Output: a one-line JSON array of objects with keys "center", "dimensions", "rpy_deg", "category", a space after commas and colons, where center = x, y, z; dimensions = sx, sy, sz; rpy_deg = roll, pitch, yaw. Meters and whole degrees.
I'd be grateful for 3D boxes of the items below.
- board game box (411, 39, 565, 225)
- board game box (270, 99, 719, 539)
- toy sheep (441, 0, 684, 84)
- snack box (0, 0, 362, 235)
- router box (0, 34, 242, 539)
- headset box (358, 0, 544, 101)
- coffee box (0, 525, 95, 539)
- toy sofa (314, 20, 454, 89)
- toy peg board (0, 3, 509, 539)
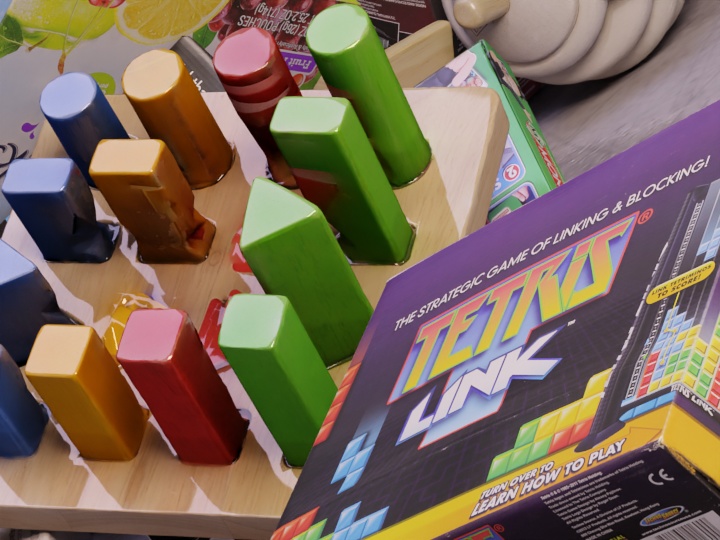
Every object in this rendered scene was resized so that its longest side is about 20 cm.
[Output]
[{"center": [-0.002, 0.011, 1.189], "dimensions": [0.200, 0.029, 0.135], "rpy_deg": [-34, 53, 15], "category": "board game box"}, {"center": [0.063, 0.041, 0.906], "dimensions": [0.200, 0.057, 0.165], "rpy_deg": [-29, 28, 43], "category": "board game box"}, {"center": [0.108, -0.160, 1.479], "dimensions": [0.138, 0.138, 0.200], "rpy_deg": [-28, -5, 40], "category": "toy sheep"}, {"center": [-0.120, -0.078, 1.258], "dimensions": [0.200, 0.068, 0.169], "rpy_deg": [7, -58, -49], "category": "snack box"}, {"center": [-0.063, 0.015, 1.174], "dimensions": [0.149, 0.051, 0.200], "rpy_deg": [-46, 50, 2], "category": "router box"}, {"center": [0.062, -0.177, 1.581], "dimensions": [0.075, 0.200, 0.149], "rpy_deg": [17, 51, 40], "category": "headset box"}, {"center": [-0.178, 0.183, 1.109], "dimensions": [0.200, 0.080, 0.113], "rpy_deg": [-37, 12, 1], "category": "coffee box"}, {"center": [-0.046, -0.086, 1.499], "dimensions": [0.200, 0.098, 0.083], "rpy_deg": [15, 32, 37], "category": "toy sofa"}, {"center": [-0.068, -0.010, 1.078], "dimensions": [0.199, 0.098, 0.200], "rpy_deg": [1, 54, 22], "category": "toy peg board"}]
